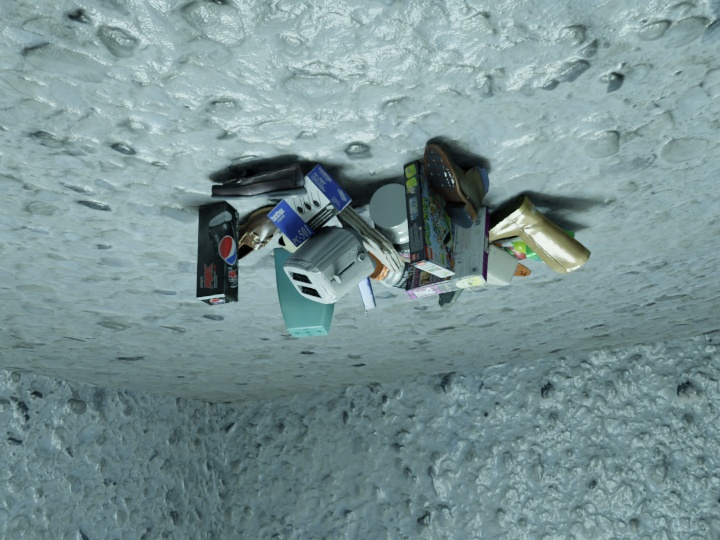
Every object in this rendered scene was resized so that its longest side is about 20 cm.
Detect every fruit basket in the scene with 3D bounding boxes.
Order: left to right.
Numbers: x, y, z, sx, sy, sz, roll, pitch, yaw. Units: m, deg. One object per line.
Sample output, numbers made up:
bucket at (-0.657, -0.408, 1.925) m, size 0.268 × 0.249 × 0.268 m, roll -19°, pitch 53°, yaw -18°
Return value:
fruit basket at (0.412, -0.050, 1.670) m, size 0.184 × 0.095 × 0.199 m, roll 13°, pitch 159°, yaw -40°

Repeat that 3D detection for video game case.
video game case at (0.193, -0.040, 1.504) m, size 0.179 × 0.202 × 0.036 m, roll -14°, pitch 135°, yaw 27°

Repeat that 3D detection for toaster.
toaster at (-0.070, -0.013, 1.391) m, size 0.199 × 0.129 × 0.114 m, roll 12°, pitch 139°, yaw 58°

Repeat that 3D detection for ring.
ring at (0.338, -0.014, 1.759) m, size 0.198 × 0.019 × 0.200 m, roll 18°, pitch 172°, yaw 3°

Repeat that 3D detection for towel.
towel at (0.006, -0.076, 1.412) m, size 0.034 × 0.200 × 0.133 m, roll -45°, pitch 155°, yaw -4°

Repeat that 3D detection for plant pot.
plant pot at (-0.134, 0.057, 1.719) m, size 0.139 × 0.203 × 0.142 m, roll -5°, pitch 161°, yaw 5°

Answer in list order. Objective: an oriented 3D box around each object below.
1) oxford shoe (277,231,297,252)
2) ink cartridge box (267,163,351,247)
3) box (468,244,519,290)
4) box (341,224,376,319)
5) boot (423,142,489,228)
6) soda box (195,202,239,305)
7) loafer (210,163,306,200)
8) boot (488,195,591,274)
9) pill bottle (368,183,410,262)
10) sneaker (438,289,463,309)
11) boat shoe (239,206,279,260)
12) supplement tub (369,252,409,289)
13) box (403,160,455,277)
oxford shoe at (-0.137, -0.083, 1.518) m, size 0.073 × 0.072 × 0.200 m, roll 10°, pitch 156°, yaw -15°
ink cartridge box at (-0.105, -0.124, 1.364) m, size 0.094 × 0.044 × 0.200 m, roll 47°, pitch 146°, yaw -8°
box at (0.288, -0.004, 1.634) m, size 0.081 × 0.069 × 0.200 m, roll 26°, pitch 168°, yaw -12°
box at (0.000, 0.000, 1.556) m, size 0.032 × 0.122 × 0.202 m, roll -14°, pitch 125°, yaw 1°
boot at (0.185, -0.184, 1.302) m, size 0.074 × 0.097 × 0.201 m, roll 14°, pitch 147°, yaw 40°
soda box at (-0.295, -0.034, 1.424) m, size 0.070 × 0.203 × 0.063 m, roll -9°, pitch 161°, yaw 16°
loafer at (-0.194, -0.167, 1.297) m, size 0.197 × 0.064 × 0.072 m, roll 1°, pitch -168°, yaw 20°
boot at (0.381, -0.059, 1.530) m, size 0.199 × 0.067 × 0.175 m, roll 38°, pitch 146°, yaw -14°
pill bottle at (0.092, -0.098, 1.434) m, size 0.115 × 0.118 × 0.200 m, roll -9°, pitch 160°, yaw 18°
sneaker at (0.196, 0.016, 1.607) m, size 0.114 × 0.076 × 0.200 m, roll 35°, pitch 158°, yaw 12°
boat shoe at (-0.228, -0.077, 1.517) m, size 0.070 × 0.071 × 0.199 m, roll 12°, pitch 155°, yaw -35°
supplement tub at (0.120, -0.015, 1.673) m, size 0.198 × 0.124 × 0.122 m, roll 7°, pitch 159°, yaw -28°
box at (0.132, -0.097, 1.314) m, size 0.034 × 0.203 × 0.109 m, roll -17°, pitch 157°, yaw 35°
